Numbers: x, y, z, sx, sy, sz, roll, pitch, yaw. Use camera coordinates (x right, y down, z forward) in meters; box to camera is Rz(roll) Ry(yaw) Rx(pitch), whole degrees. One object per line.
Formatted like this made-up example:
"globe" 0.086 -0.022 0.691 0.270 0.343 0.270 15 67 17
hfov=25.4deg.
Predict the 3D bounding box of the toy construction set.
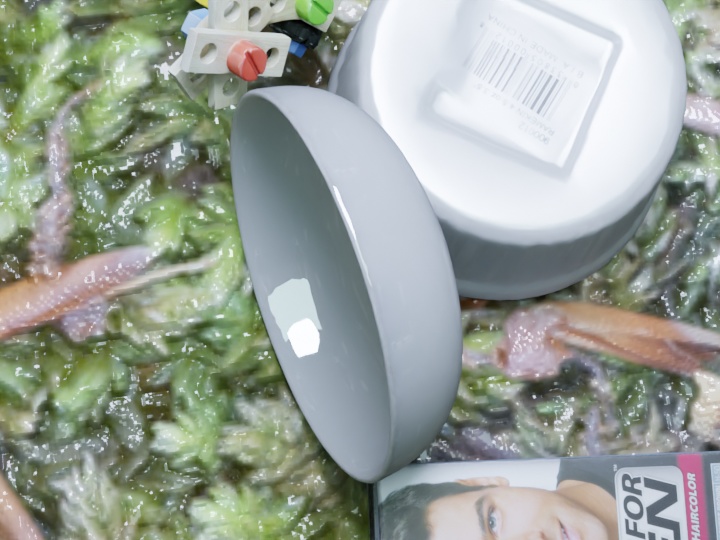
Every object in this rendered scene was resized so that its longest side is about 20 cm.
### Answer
"toy construction set" -0.083 -0.166 0.846 0.092 0.131 0.200 -49 54 16

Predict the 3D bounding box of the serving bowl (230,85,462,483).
"serving bowl" 0.000 0.000 0.797 0.065 0.200 0.202 -18 80 -19

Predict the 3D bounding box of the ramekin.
"ramekin" 0.081 -0.092 0.870 0.198 0.098 0.203 1 78 -5

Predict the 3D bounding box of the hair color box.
"hair color box" 0.104 0.150 0.841 0.197 0.061 0.100 -2 79 -5
